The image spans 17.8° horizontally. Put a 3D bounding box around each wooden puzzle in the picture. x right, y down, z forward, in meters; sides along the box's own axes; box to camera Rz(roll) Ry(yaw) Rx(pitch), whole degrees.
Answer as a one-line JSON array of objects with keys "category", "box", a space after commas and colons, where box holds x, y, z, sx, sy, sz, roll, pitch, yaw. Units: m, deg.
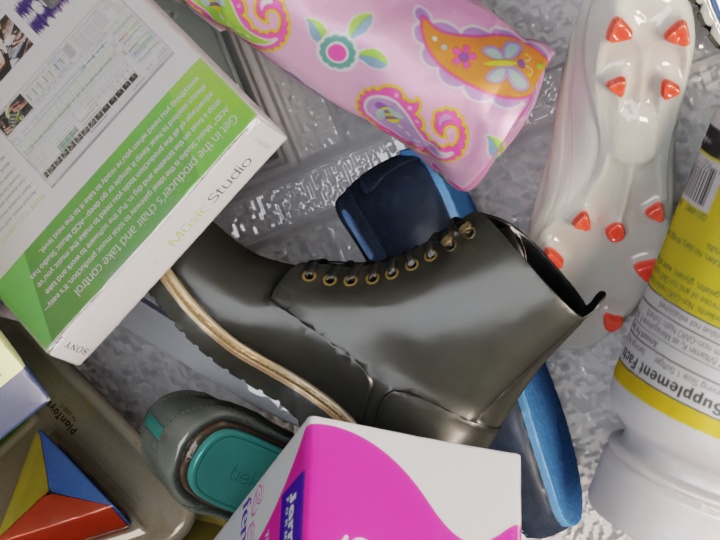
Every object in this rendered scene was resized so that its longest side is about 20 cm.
[{"category": "wooden puzzle", "box": [-0.207, 0.125, 1.146, 0.200, 0.046, 0.185, -46, 61, -5]}]

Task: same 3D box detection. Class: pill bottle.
[{"category": "pill bottle", "box": [0.184, 0.032, 1.064, 0.114, 0.114, 0.200, 22, 102, 10]}]

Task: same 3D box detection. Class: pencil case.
[{"category": "pencil case", "box": [-0.010, -0.120, 1.071, 0.200, 0.087, 0.087, 32, 103, -5]}]

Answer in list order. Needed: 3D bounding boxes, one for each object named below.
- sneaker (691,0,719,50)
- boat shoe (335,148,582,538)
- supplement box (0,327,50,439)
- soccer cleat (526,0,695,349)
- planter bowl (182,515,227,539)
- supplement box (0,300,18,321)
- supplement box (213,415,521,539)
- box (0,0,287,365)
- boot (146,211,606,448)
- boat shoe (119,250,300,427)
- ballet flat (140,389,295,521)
[{"category": "sneaker", "box": [0.190, -0.186, 1.055, 0.089, 0.079, 0.200, -3, 96, 16]}, {"category": "boat shoe", "box": [0.048, 0.041, 1.125, 0.069, 0.084, 0.200, -25, 74, 14]}, {"category": "supplement box", "box": [-0.267, 0.004, 1.042, 0.134, 0.200, 0.200, -39, 108, -7]}, {"category": "soccer cleat", "box": [0.119, -0.056, 1.099, 0.069, 0.078, 0.200, 7, 119, -6]}, {"category": "planter bowl", "box": [-0.090, 0.196, 1.166, 0.200, 0.083, 0.201, 1, 96, 13]}, {"category": "supplement box", "box": [-0.187, -0.080, 1.138, 0.109, 0.061, 0.200, -45, 68, 10]}, {"category": "supplement box", "box": [-0.010, 0.156, 1.023, 0.103, 0.200, 0.101, 13, 57, -17]}, {"category": "box", "box": [-0.146, -0.074, 1.061, 0.144, 0.036, 0.200, -47, 62, 6]}, {"category": "boot", "box": [0.000, 0.000, 1.056, 0.200, 0.077, 0.138, 40, 108, -2]}, {"category": "boat shoe", "box": [-0.053, 0.022, 1.146, 0.200, 0.072, 0.066, 30, 101, 14]}, {"category": "ballet flat", "box": [-0.025, 0.111, 1.128, 0.200, 0.064, 0.067, 32, 89, -35]}]
